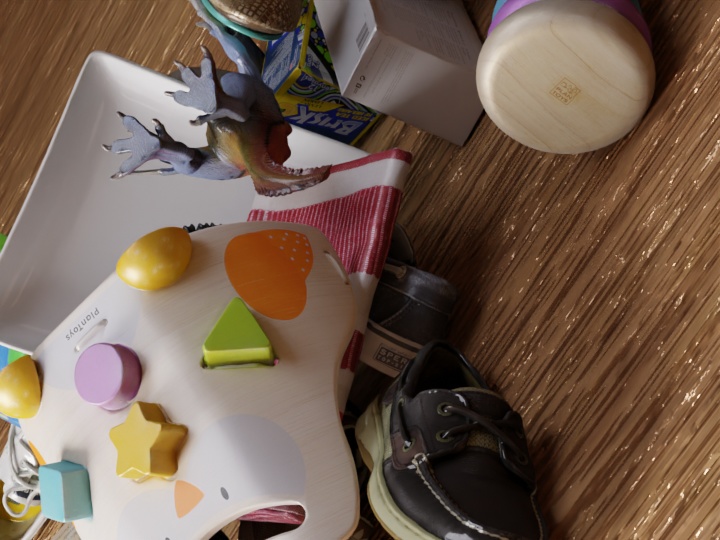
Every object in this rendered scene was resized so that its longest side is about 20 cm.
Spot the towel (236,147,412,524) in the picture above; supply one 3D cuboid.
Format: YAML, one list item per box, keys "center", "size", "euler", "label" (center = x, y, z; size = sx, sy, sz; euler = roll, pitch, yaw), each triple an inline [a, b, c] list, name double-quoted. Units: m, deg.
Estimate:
- center: [-0.041, 0.036, 1.065]
  size: [0.144, 0.023, 0.201]
  euler: [-9, 61, 57]
  label: "towel"

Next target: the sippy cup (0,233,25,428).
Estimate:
- center: [-0.229, 0.059, 1.453]
  size: [0.130, 0.139, 0.179]
  euler: [9, 99, 44]
  label: "sippy cup"

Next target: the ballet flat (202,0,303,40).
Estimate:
- center: [-0.059, -0.187, 1.212]
  size: [0.065, 0.070, 0.200]
  euler: [-59, 11, 12]
  label: "ballet flat"

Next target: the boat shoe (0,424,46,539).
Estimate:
- center: [-0.256, 0.158, 1.576]
  size: [0.202, 0.074, 0.086]
  euler: [-53, 23, 37]
  label: "boat shoe"

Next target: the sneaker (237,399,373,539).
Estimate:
- center: [-0.022, 0.092, 1.099]
  size: [0.075, 0.070, 0.201]
  euler: [-34, 38, 26]
  label: "sneaker"

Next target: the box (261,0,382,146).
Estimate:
- center: [-0.018, -0.175, 1.358]
  size: [0.064, 0.070, 0.201]
  euler: [-43, 30, 43]
  label: "box"

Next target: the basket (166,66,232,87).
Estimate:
- center: [-0.118, -0.025, 1.358]
  size: [0.180, 0.136, 0.201]
  euler: [-11, 51, 46]
  label: "basket"

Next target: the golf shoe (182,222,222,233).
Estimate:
- center: [-0.121, 0.058, 1.169]
  size: [0.200, 0.078, 0.095]
  euler: [-58, -8, -37]
  label: "golf shoe"

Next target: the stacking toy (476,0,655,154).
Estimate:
- center: [0.109, -0.149, 1.018]
  size: [0.085, 0.085, 0.200]
  euler: [-50, 18, 37]
  label: "stacking toy"

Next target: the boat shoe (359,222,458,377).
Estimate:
- center: [0.000, 0.000, 1.112]
  size: [0.068, 0.072, 0.200]
  euler: [-65, 22, 6]
  label: "boat shoe"

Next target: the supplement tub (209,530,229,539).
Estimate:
- center: [-0.097, 0.200, 1.063]
  size: [0.107, 0.107, 0.200]
  euler: [-64, 16, 3]
  label: "supplement tub"

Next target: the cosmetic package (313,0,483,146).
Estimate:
- center: [0.021, -0.149, 1.215]
  size: [0.051, 0.082, 0.200]
  euler: [-63, 19, 23]
  label: "cosmetic package"

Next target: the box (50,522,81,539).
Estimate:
- center: [-0.169, 0.255, 1.238]
  size: [0.095, 0.078, 0.201]
  euler: [-47, 27, 40]
  label: "box"

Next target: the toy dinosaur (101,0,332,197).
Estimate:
- center: [-0.071, -0.066, 1.143]
  size: [0.200, 0.181, 0.105]
  euler: [44, 103, 24]
  label: "toy dinosaur"

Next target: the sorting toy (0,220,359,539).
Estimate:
- center: [-0.079, 0.093, 0.968]
  size: [0.200, 0.107, 0.180]
  euler: [-43, 53, 16]
  label: "sorting toy"

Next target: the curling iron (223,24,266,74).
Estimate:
- center: [-0.074, -0.140, 1.387]
  size: [0.026, 0.050, 0.200]
  euler: [-38, -8, 3]
  label: "curling iron"

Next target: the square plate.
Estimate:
- center: [-0.112, -0.014, 1.239]
  size: [0.028, 0.199, 0.199]
  euler: [103, -171, -74]
  label: "square plate"

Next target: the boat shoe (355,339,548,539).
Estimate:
- center: [0.042, 0.082, 0.909]
  size: [0.065, 0.073, 0.200]
  euler: [-67, 19, 11]
  label: "boat shoe"
